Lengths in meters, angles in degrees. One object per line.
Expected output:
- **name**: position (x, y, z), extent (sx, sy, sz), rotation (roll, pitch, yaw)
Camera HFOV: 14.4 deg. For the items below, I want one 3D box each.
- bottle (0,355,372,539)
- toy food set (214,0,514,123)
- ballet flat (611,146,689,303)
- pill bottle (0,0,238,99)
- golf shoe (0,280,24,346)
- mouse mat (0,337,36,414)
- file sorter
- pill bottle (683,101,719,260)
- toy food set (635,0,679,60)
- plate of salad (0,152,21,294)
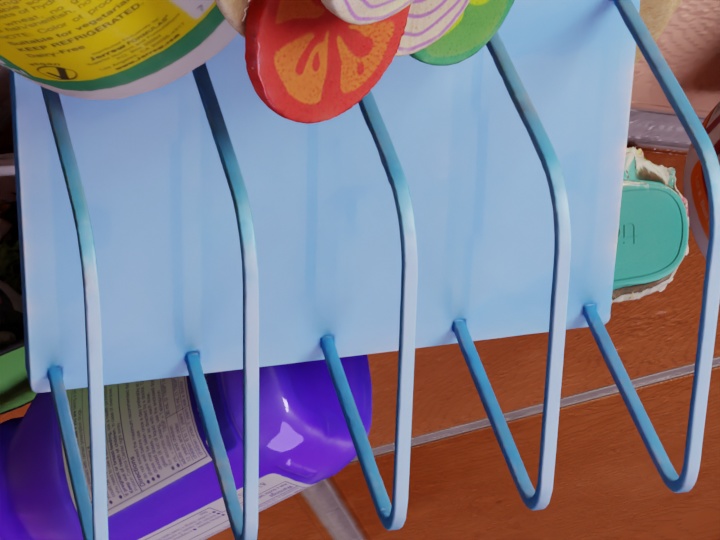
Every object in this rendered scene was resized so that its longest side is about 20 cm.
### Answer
- **bottle**: position (-0.085, 0.068, 1.067), extent (0.199, 0.084, 0.065), rotation (-30, 144, 33)
- **toy food set**: position (0.030, -0.134, 0.771), extent (0.198, 0.049, 0.200), rotation (-47, 154, -12)
- **ballet flat**: position (0.022, -0.015, 1.001), extent (0.199, 0.076, 0.064), rotation (4, -173, -26)
- **pill bottle**: position (-0.105, -0.126, 0.747), extent (0.112, 0.114, 0.200), rotation (-20, 159, 17)
- **golf shoe**: position (-0.185, -0.007, 1.028), extent (0.077, 0.089, 0.200), rotation (-25, 155, 25)
- **mouse mat**: position (-0.167, 0.055, 1.043), extent (0.199, 0.008, 0.161), rotation (-24, 174, -36)
- **file sorter**: position (0.000, 0.000, 0.874), extent (0.198, 0.123, 0.140), rotation (-6, 126, -11)
- **pill bottle**: position (0.213, -0.063, 1.097), extent (0.112, 0.114, 0.200), rotation (-4, 158, -22)
- **toy food set**: position (0.023, -0.095, 0.971), extent (0.198, 0.049, 0.198), rotation (-9, 159, -9)
- **plate of salad**: position (-0.090, -0.006, 1.098), extent (0.198, 0.048, 0.200), rotation (1, 168, 0)
